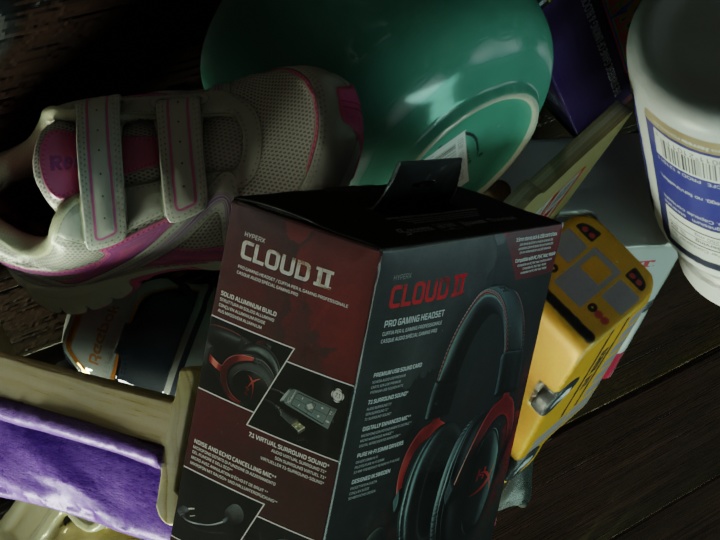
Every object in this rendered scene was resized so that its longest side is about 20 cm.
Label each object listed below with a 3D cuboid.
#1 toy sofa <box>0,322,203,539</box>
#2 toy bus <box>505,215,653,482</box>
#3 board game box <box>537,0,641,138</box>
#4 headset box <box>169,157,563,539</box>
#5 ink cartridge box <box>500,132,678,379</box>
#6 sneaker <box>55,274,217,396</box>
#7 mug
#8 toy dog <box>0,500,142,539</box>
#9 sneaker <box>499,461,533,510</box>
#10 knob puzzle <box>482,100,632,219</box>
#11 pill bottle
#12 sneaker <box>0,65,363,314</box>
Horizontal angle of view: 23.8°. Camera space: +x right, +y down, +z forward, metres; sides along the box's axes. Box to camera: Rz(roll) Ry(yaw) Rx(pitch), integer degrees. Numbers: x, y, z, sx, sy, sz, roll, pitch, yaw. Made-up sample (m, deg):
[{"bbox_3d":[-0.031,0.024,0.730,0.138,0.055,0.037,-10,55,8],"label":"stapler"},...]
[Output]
[{"bbox_3d":[-0.133,0.072,0.764,0.083,0.199,0.098,7,95,-60],"label":"toy sofa"},{"bbox_3d":[0.102,0.051,0.987,0.078,0.065,0.200,-39,164,-22],"label":"toy bus"},{"bbox_3d":[0.153,-0.173,0.948,0.165,0.057,0.200,-42,157,2],"label":"board game box"},{"bbox_3d":[0.004,0.050,0.700,0.148,0.075,0.201,-8,113,-57],"label":"headset box"},{"bbox_3d":[0.104,0.000,1.078,0.145,0.084,0.200,-4,153,-9],"label":"ink cartridge box"},{"bbox_3d":[-0.115,0.035,0.910,0.200,0.079,0.079,138,-29,-83],"label":"sneaker"},{"bbox_3d":[0.027,-0.092,0.826,0.185,0.114,0.152,-10,143,-48],"label":"mug"},{"bbox_3d":[-0.101,0.168,1.032,0.200,0.194,0.140,3,121,-50],"label":"toy dog"},{"bbox_3d":[0.039,0.132,1.158,0.074,0.085,0.200,0,170,-38],"label":"sneaker"},{"bbox_3d":[0.038,0.010,0.861,0.220,0.030,0.220,-47,172,-9],"label":"knob puzzle"},{"bbox_3d":[0.204,-0.065,0.889,0.116,0.116,0.200,-36,148,-8],"label":"pill bottle"},{"bbox_3d":[-0.092,-0.037,0.734,0.200,0.082,0.088,-22,157,24],"label":"sneaker"}]
